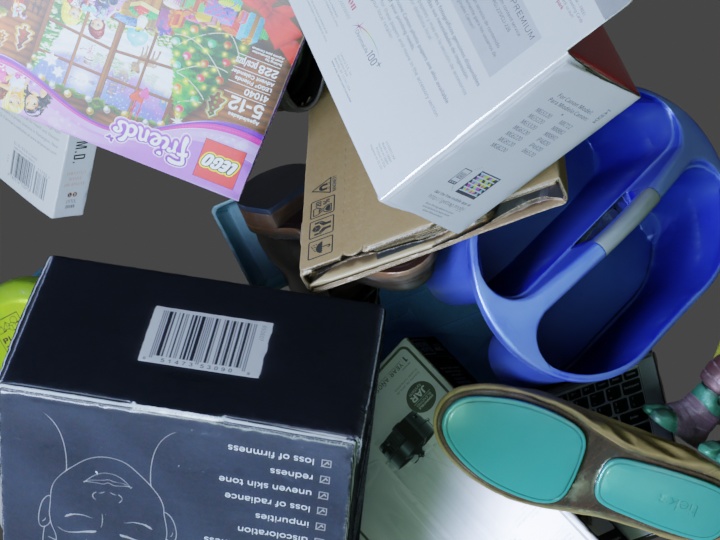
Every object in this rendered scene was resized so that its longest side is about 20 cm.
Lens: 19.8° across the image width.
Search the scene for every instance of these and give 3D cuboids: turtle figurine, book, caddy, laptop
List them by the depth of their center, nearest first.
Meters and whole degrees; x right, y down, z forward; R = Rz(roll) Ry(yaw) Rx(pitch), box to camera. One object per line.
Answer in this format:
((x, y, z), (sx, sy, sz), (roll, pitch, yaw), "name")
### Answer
((0.134, -0.020, 1.230), (0.142, 0.200, 0.105), (51, 153, -9), "caddy")
((0.258, 0.024, 1.241), (0.100, 0.150, 0.201), (31, 91, -13), "turtle figurine")
((-0.203, -0.152, 1.289), (0.133, 0.048, 0.201), (36, 122, 36), "book")
((0.090, 0.083, 1.323), (0.186, 0.201, 0.116), (-22, 143, 19), "laptop")

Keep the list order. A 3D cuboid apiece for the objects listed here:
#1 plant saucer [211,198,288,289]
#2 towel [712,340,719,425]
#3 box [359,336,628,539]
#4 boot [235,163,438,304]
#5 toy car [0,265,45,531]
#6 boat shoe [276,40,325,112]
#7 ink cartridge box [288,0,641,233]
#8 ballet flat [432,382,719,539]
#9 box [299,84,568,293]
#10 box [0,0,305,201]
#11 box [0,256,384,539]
((0.004, -0.049, 1.340), (0.199, 0.019, 0.070), (-23, 105, 18), "plant saucer")
((0.312, 0.082, 1.273), (0.199, 0.018, 0.087), (18, 74, 24), "towel")
((0.066, 0.151, 1.294), (0.200, 0.060, 0.117), (45, 103, 15), "box")
((0.000, 0.000, 1.269), (0.074, 0.200, 0.097), (-32, 118, -18), "boot")
((-0.173, 0.079, 1.354), (0.174, 0.150, 0.201), (-25, 109, 23), "toy car")
((-0.037, -0.189, 1.251), (0.073, 0.074, 0.201), (33, 132, 43), "boat shoe")
((0.060, -0.155, 1.112), (0.175, 0.084, 0.201), (-36, 60, 23), "ink cartridge box")
((0.131, 0.113, 1.240), (0.199, 0.063, 0.069), (23, 106, -11), "ballet flat")
((0.042, -0.083, 1.223), (0.163, 0.201, 0.021), (-20, 127, 17), "box")
((-0.137, -0.140, 1.210), (0.199, 0.039, 0.138), (21, 115, -6), "box")
((-0.096, 0.116, 1.180), (0.198, 0.124, 0.198), (9, 127, 3), "box")
